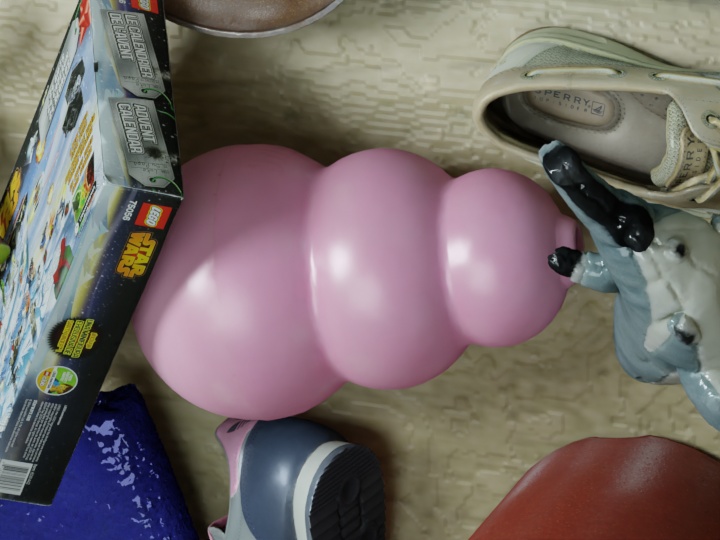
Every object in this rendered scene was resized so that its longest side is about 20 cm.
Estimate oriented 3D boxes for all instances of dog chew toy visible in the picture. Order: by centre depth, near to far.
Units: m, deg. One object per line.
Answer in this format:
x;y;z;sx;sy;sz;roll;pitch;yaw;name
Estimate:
0.000;0.000;1.296;0.199;0.125;0.125;-6;111;14;dog chew toy

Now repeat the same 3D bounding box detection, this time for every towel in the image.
-0.138;0.156;1.457;0.147;0.050;0.201;-12;110;21;towel

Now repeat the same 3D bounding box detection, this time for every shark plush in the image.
0.116;0.011;1.228;0.083;0.200;0.091;10;81;31;shark plush

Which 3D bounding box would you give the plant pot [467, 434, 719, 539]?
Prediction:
0.104;0.179;1.288;0.200;0.195;0.202;8;116;17;plant pot

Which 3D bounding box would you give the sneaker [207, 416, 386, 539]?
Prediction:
-0.037;0.157;1.416;0.082;0.070;0.201;25;122;33;sneaker

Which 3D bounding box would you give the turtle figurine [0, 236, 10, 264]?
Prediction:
-0.225;-0.050;1.373;0.200;0.064;0.162;-44;66;38;turtle figurine

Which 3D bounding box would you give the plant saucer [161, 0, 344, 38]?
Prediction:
-0.066;-0.198;1.260;0.199;0.032;0.201;17;125;25;plant saucer

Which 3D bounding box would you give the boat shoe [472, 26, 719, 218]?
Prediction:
0.146;-0.053;1.244;0.199;0.065;0.072;16;117;13;boat shoe

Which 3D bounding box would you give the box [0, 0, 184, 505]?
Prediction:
-0.131;-0.011;1.310;0.040;0.137;0.200;10;132;-19;box
